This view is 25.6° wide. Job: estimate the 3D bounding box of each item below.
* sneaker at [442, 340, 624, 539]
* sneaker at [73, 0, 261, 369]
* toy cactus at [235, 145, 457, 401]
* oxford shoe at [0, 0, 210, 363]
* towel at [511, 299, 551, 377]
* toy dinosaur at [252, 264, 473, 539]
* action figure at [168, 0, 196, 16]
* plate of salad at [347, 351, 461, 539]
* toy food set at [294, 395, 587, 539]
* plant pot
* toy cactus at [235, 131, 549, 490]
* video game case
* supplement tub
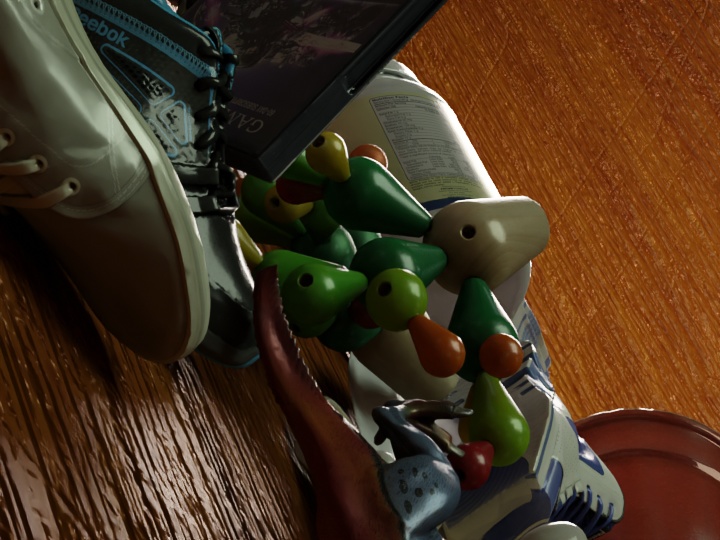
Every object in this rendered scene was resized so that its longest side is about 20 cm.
[{"bbox_3d":[0.109,0.124,0.922,0.115,0.080,0.200,52,16,-11],"label":"sneaker"},{"bbox_3d":[-0.080,-0.057,0.647,0.201,0.081,0.073,62,3,1],"label":"sneaker"},{"bbox_3d":[0.000,0.000,0.870,0.165,0.102,0.200,51,6,-18],"label":"toy cactus"},{"bbox_3d":[-0.111,-0.048,0.510,0.058,0.075,0.201,-48,125,-40],"label":"oxford shoe"},{"bbox_3d":[0.101,0.084,1.275,0.024,0.148,0.200,14,-27,28],"label":"towel"},{"bbox_3d":[0.001,0.122,0.570,0.200,0.105,0.182,38,20,-8],"label":"toy dinosaur"},{"bbox_3d":[-0.091,-0.184,1.006,0.069,0.130,0.200,45,4,-27],"label":"action figure"},{"bbox_3d":[0.044,0.132,0.944,0.200,0.048,0.201,50,19,-24],"label":"plate of salad"},{"bbox_3d":[0.062,0.142,0.734,0.200,0.060,0.144,28,-25,55],"label":"toy food set"},{"bbox_3d":[0.188,0.222,1.052,0.202,0.200,0.195,59,14,-11],"label":"plant pot"},{"bbox_3d":[0.026,0.007,0.732,0.164,0.103,0.200,-19,53,-44],"label":"toy cactus"},{"bbox_3d":[-0.018,-0.131,0.748,0.142,0.200,0.019,24,-23,49],"label":"video game case"},{"bbox_3d":[0.022,-0.044,1.129,0.145,0.144,0.201,53,9,-48],"label":"supplement tub"}]
